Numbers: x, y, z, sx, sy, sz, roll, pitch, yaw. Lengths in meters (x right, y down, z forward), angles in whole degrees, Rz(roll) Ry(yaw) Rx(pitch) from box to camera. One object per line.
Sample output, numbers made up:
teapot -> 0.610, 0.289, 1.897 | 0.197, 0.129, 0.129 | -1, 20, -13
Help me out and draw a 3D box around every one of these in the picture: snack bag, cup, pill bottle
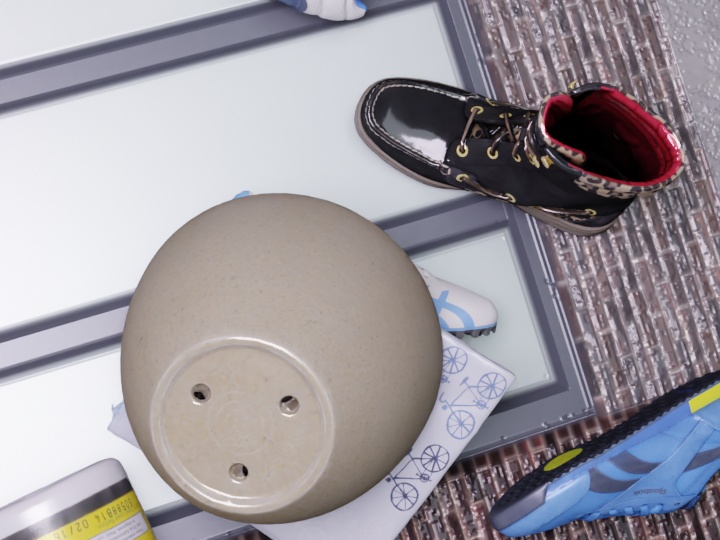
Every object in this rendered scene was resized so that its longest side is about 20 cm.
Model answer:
snack bag -> -0.034, 0.083, 0.950 | 0.200, 0.021, 0.189 | 36, 104, -5
cup -> -0.056, 0.066, 0.864 | 0.199, 0.143, 0.201 | 1, 103, 6
pill bottle -> -0.155, 0.224, 0.899 | 0.111, 0.111, 0.201 | -25, 88, -14

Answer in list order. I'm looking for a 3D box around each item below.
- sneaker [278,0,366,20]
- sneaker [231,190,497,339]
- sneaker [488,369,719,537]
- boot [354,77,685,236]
sneaker -> -0.011, -0.267, 1.014 | 0.146, 0.081, 0.201 | 30, 75, -15
sneaker -> 0.000, 0.000, 0.979 | 0.199, 0.072, 0.073 | 16, 91, -10
sneaker -> 0.184, 0.142, 1.006 | 0.200, 0.066, 0.079 | -26, 93, -14
boot -> 0.103, -0.086, 0.972 | 0.199, 0.151, 0.073 | 25, 79, -8
